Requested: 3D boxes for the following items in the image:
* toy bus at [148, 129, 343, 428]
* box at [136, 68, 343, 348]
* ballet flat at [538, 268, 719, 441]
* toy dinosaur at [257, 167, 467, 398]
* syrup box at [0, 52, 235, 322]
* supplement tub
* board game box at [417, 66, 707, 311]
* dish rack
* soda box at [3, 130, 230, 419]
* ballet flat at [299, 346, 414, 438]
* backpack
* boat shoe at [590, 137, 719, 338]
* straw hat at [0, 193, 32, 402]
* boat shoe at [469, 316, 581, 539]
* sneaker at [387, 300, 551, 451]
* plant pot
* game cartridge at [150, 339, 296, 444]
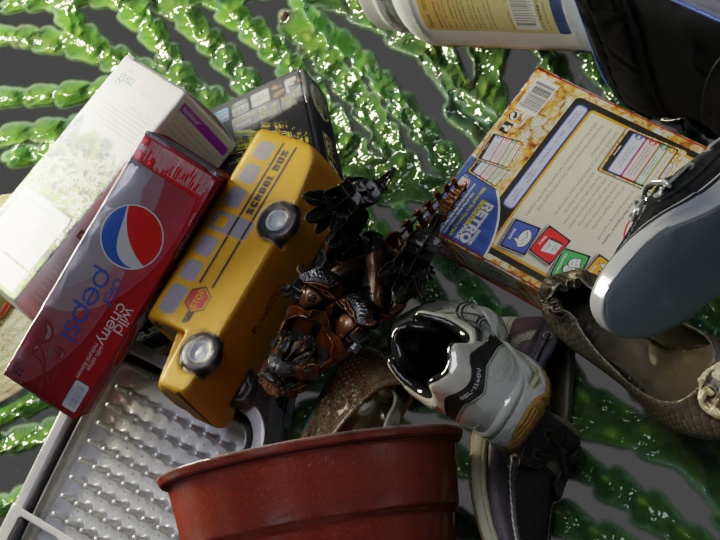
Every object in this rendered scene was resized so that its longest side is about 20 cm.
[{"bbox_3d":[-0.082,0.005,1.613,0.078,0.065,0.201,20,73,34],"label":"toy bus"},{"bbox_3d":[-0.107,-0.042,1.728,0.199,0.049,0.162,-23,51,16],"label":"box"},{"bbox_3d":[0.185,0.049,1.492,0.068,0.046,0.200,-51,47,-3],"label":"ballet flat"},{"bbox_3d":[0.000,0.000,1.595,0.101,0.136,0.201,20,59,3],"label":"toy dinosaur"},{"bbox_3d":[-0.191,-0.052,1.698,0.079,0.081,0.200,33,80,40],"label":"syrup box"},{"bbox_3d":[0.106,-0.237,1.718,0.199,0.145,0.145,6,63,30],"label":"supplement tub"},{"bbox_3d":[0.161,-0.042,1.629,0.199,0.046,0.152,31,78,38],"label":"board game box"},{"bbox_3d":[-0.158,0.164,1.646,0.171,0.043,0.201,25,87,32],"label":"dish rack"},{"bbox_3d":[-0.170,0.003,1.624,0.063,0.070,0.201,32,93,3],"label":"soda box"},{"bbox_3d":[-0.022,0.144,1.597,0.065,0.071,0.201,17,72,32],"label":"ballet flat"},{"bbox_3d":[0.249,-0.179,1.566,0.182,0.200,0.148,24,72,21],"label":"backpack"},{"bbox_3d":[0.211,-0.033,1.492,0.199,0.074,0.068,-44,36,-18],"label":"boat shoe"},{"bbox_3d":[-0.316,0.003,1.831,0.200,0.085,0.202,-14,55,20],"label":"straw hat"},{"bbox_3d":[0.115,0.113,1.541,0.064,0.072,0.201,-15,49,25],"label":"boat shoe"},{"bbox_3d":[0.053,0.050,1.524,0.076,0.087,0.200,-60,23,0],"label":"sneaker"},{"bbox_3d":[-0.017,0.213,1.458,0.199,0.201,0.197,-13,79,20],"label":"plant pot"},{"bbox_3d":[-0.104,0.053,1.720,0.132,0.041,0.201,-8,57,28],"label":"game cartridge"}]
